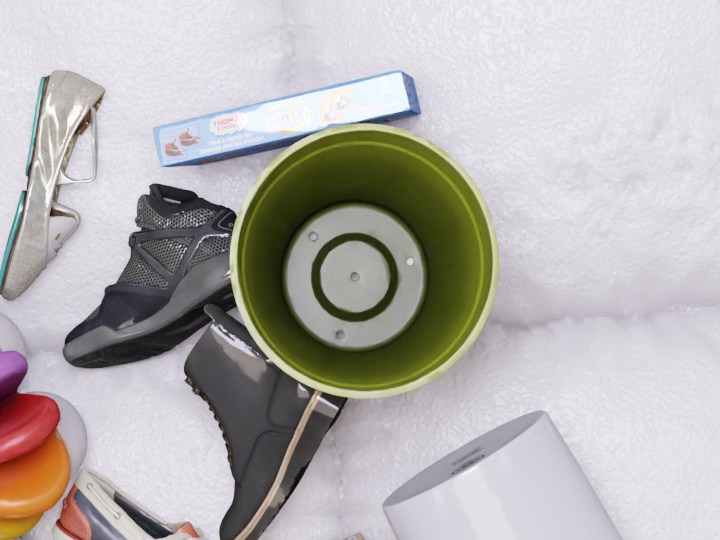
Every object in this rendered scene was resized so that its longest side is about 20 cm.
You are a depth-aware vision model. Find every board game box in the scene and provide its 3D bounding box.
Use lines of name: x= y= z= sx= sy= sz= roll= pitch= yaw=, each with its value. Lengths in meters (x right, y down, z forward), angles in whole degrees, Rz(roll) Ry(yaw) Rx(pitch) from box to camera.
board game box: x=-0.055 y=-0.120 z=1.412 sx=0.198 sy=0.151 sz=0.037 roll=-13 pitch=93 yaw=6

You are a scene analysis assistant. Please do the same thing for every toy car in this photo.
toy car: x=-0.313 y=0.120 z=1.430 sx=0.175 sy=0.150 sz=0.201 roll=-36 pitch=91 yaw=-37

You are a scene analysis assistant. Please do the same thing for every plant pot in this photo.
plant pot: x=0.000 y=0.000 z=1.387 sx=0.198 sy=0.193 sz=0.203 roll=0 pitch=86 yaw=-2

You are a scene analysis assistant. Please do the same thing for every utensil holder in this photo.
utensil holder: x=0.131 y=0.238 z=1.419 sx=0.169 sy=0.170 sz=0.201 roll=-29 pitch=91 yaw=7

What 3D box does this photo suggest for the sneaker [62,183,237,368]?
sneaker: x=-0.176 y=0.003 z=1.477 sx=0.199 sy=0.076 sz=0.115 roll=-33 pitch=65 yaw=25

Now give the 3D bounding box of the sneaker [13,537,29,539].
sneaker: x=-0.307 y=0.236 z=1.500 sx=0.198 sy=0.081 sz=0.148 roll=-3 pitch=99 yaw=11

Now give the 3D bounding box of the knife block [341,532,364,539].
knife block: x=0.019 y=0.336 z=1.445 sx=0.063 sy=0.200 sz=0.177 roll=-24 pitch=112 yaw=-3

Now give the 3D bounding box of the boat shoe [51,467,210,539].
boat shoe: x=-0.165 y=0.238 z=1.497 sx=0.199 sy=0.071 sz=0.063 roll=27 pitch=94 yaw=7

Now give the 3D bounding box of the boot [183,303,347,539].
boot: x=-0.105 y=0.132 z=1.465 sx=0.138 sy=0.077 sz=0.201 roll=32 pitch=114 yaw=3

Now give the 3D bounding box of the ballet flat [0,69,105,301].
ballet flat: x=-0.257 y=-0.066 z=1.480 sx=0.062 sy=0.067 sz=0.202 roll=13 pitch=96 yaw=-6
